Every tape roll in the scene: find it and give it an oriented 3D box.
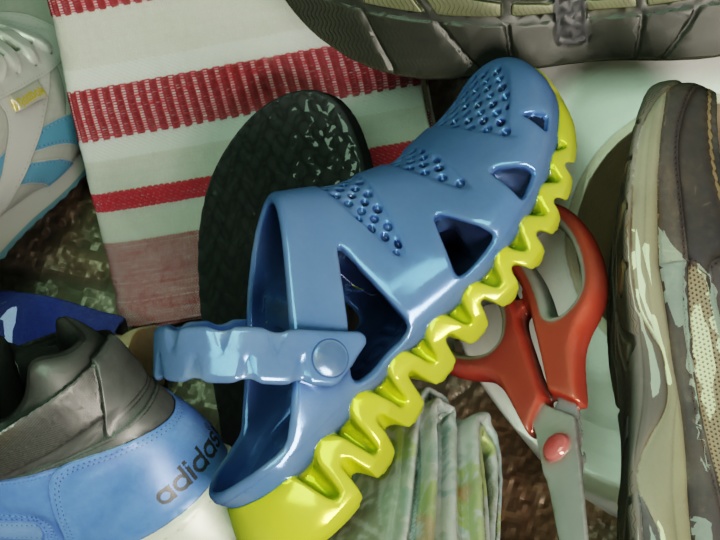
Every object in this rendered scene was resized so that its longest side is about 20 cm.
[{"bbox_3d":[0.134,-0.005,0.933,0.201,0.071,0.204,-5,70,15],"label":"tape roll"}]

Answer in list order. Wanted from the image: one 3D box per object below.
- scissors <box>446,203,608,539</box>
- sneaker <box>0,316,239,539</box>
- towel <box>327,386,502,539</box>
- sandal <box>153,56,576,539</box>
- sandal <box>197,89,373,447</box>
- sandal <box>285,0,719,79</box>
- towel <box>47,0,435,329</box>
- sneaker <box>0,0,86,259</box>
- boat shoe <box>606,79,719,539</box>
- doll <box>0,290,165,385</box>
[{"bbox_3d":[0.069,0.047,0.835,0.073,0.014,0.200,-41,33,12],"label":"scissors"},{"bbox_3d":[-0.140,0.083,0.929,0.199,0.111,0.077,-27,21,37],"label":"sneaker"},{"bbox_3d":[-0.035,0.145,0.874,0.200,0.048,0.172,-33,29,27],"label":"towel"},{"bbox_3d":[0.000,0.000,0.868,0.087,0.079,0.200,41,71,-16],"label":"sandal"},{"bbox_3d":[-0.021,0.032,0.965,0.075,0.048,0.202,3,95,29],"label":"sandal"},{"bbox_3d":[0.062,-0.113,0.923,0.200,0.057,0.080,5,116,3],"label":"sandal"},{"bbox_3d":[-0.047,-0.084,0.984,0.143,0.023,0.201,-9,102,12],"label":"towel"},{"bbox_3d":[-0.154,-0.062,1.000,0.076,0.081,0.200,13,44,14],"label":"sneaker"},{"bbox_3d":[0.122,0.033,0.853,0.073,0.075,0.201,0,73,0],"label":"boat shoe"},{"bbox_3d":[-0.180,0.048,1.016,0.199,0.048,0.137,9,87,19],"label":"doll"}]
